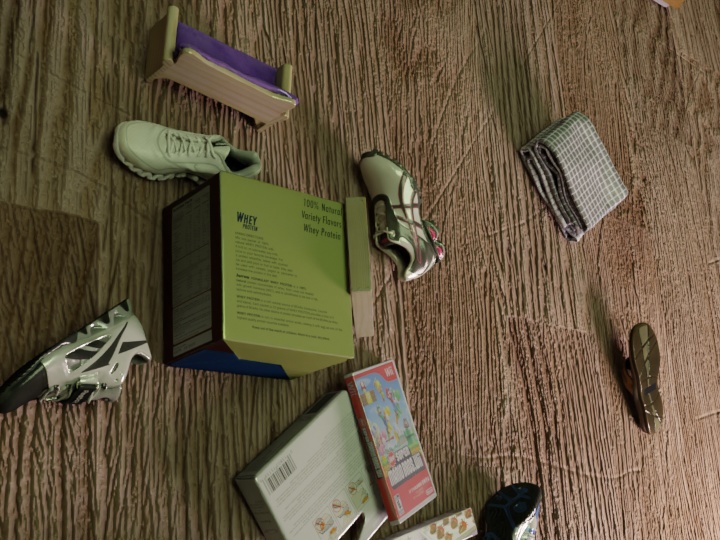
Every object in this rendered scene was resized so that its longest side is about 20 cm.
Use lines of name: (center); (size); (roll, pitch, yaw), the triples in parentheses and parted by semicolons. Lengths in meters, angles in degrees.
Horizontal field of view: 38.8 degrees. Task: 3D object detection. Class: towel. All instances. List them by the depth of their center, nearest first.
towel: (0.394, -0.174, 1.872); (0.165, 0.085, 0.202); (-38, 102, -44)

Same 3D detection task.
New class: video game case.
video game case: (0.043, 0.228, 1.385); (0.142, 0.017, 0.204); (-7, 78, -66)

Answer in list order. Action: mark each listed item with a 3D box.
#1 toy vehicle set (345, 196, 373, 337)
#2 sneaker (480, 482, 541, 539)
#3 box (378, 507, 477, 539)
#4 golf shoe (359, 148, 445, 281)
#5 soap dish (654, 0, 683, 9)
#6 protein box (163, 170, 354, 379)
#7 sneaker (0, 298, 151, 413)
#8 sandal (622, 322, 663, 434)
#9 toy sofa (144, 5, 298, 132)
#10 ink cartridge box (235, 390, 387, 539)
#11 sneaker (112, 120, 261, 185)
toy vehicle set: (0.000, 0.000, 1.363); (0.026, 0.201, 0.127); (-4, 70, 0)
sneaker: (0.217, 0.395, 1.499); (0.201, 0.075, 0.078); (-53, 133, -42)
box: (0.081, 0.367, 1.387); (0.198, 0.041, 0.039); (-7, 79, -46)
golf shoe: (0.051, -0.082, 1.511); (0.088, 0.077, 0.202); (-38, 101, -38)
soap dish: (0.684, -0.717, 2.369); (0.198, 0.081, 0.160); (15, 64, -39)
protein box: (-0.126, 0.014, 1.254); (0.196, 0.134, 0.204); (12, 67, -40)
sneaker: (-0.299, 0.111, 1.092); (0.199, 0.074, 0.089); (-36, 98, -45)
sandal: (0.511, 0.198, 1.869); (0.081, 0.054, 0.204); (-17, 100, -40)
toy sofa: (-0.176, -0.267, 1.344); (0.198, 0.097, 0.084); (20, 61, -37)
ink cartridge box: (-0.048, 0.278, 1.295); (0.200, 0.043, 0.176); (-38, 108, -46)
sneaker: (-0.213, -0.147, 1.275); (0.198, 0.080, 0.077); (14, 66, -39)
